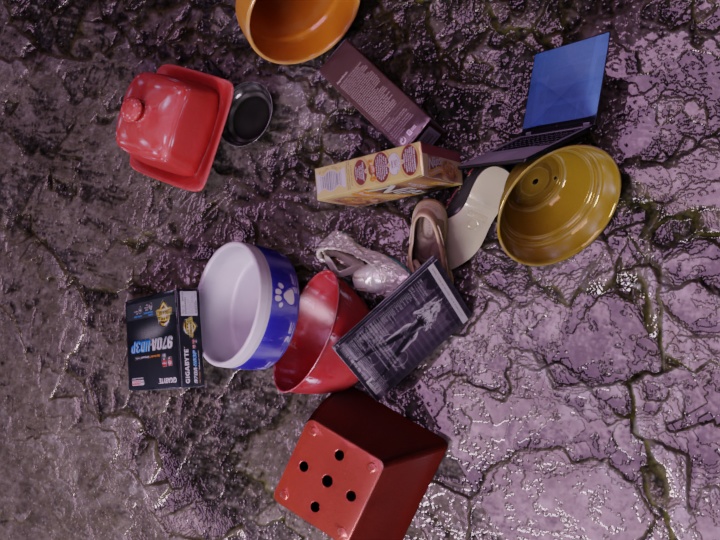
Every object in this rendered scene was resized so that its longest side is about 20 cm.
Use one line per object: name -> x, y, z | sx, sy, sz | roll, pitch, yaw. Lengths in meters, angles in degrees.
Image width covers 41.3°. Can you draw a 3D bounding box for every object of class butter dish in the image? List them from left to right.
butter dish -> -0.342, -0.257, 1.616 | 0.199, 0.148, 0.201 | 21, 94, 33

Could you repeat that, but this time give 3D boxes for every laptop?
laptop -> 0.245, -0.238, 1.367 | 0.199, 0.187, 0.117 | -26, 102, -20

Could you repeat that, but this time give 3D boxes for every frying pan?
frying pan -> -0.221, -0.281, 1.645 | 0.189, 0.031, 0.115 | 30, 95, 32

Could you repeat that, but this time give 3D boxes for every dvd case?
dvd case -> 0.065, 0.089, 1.420 | 0.200, 0.149, 0.016 | -41, 44, -5

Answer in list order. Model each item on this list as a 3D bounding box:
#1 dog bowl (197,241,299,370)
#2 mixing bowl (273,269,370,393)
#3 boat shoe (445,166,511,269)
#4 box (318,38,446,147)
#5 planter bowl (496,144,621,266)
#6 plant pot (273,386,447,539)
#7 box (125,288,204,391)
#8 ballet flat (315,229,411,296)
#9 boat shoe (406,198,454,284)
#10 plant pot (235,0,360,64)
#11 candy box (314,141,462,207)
dog bowl -> -0.185, 0.058, 1.532 | 0.200, 0.078, 0.202 | -17, 67, 48
mixing bowl -> -0.042, 0.112, 1.480 | 0.108, 0.200, 0.201 | 25, 97, -23
boat shoe -> 0.165, -0.083, 1.467 | 0.073, 0.063, 0.202 | 30, 112, -9
box -> 0.036, -0.266, 1.508 | 0.200, 0.100, 0.075 | 44, 101, 17
planter bowl -> 0.271, -0.112, 1.386 | 0.200, 0.200, 0.084 | -44, 40, 12
plant pot -> -0.016, 0.308, 1.441 | 0.199, 0.176, 0.201 | 27, 96, 20
box -> -0.330, 0.119, 1.598 | 0.199, 0.046, 0.160 | -11, 81, 52
ballet flat -> 0.000, 0.000, 1.487 | 0.200, 0.072, 0.072 | 31, 98, 44
boat shoe -> 0.099, -0.004, 1.446 | 0.071, 0.065, 0.201 | 1, 114, 17
plant pot -> -0.128, -0.472, 1.552 | 0.200, 0.200, 0.184 | -41, 57, 13
candy box -> 0.042, -0.144, 1.462 | 0.199, 0.115, 0.056 | -9, 83, 36
